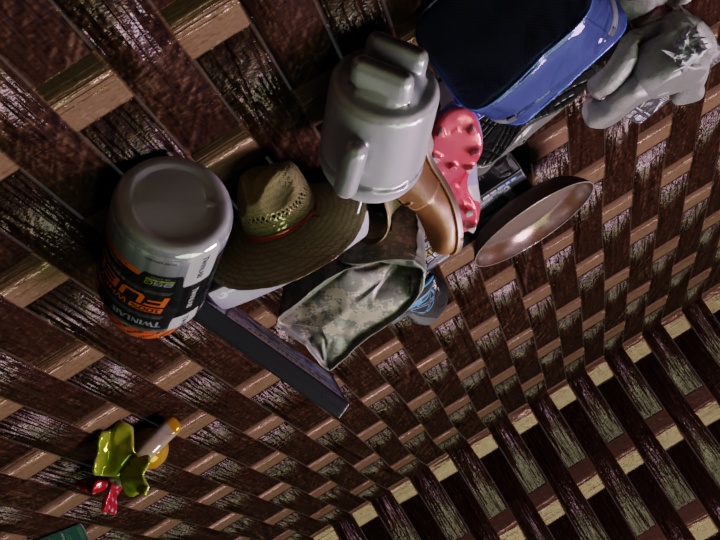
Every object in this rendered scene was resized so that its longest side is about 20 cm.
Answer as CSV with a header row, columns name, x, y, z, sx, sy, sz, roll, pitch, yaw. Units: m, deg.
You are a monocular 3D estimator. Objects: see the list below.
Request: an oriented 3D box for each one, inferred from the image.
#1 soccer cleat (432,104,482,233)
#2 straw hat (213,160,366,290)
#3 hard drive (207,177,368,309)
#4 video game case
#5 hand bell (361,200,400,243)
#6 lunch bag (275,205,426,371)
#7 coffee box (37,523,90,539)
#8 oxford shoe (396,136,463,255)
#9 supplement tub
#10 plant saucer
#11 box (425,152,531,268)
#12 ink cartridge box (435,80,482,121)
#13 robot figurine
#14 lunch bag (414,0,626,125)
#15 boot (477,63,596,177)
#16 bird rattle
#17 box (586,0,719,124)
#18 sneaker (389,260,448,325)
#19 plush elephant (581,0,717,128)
name,x,y,z,sx,sy,sz,roll,pitch,yaw
soccer cleat,0.113,-0.129,1.539,0.066,0.077,0.200,-5,137,4
straw hat,-0.094,-0.073,1.406,0.200,0.201,0.085,-28,122,-10
hard drive,-0.094,-0.031,1.468,0.199,0.135,0.042,-28,121,-9
video game case,-0.107,0.090,1.498,0.026,0.200,0.181,-54,-171,0
hand bell,0.062,-0.124,1.578,0.200,0.104,0.104,-35,166,-34
lunch bag,0.000,0.000,1.615,0.200,0.118,0.164,-38,-158,21
coffee box,-0.570,0.505,2.198,0.199,0.044,0.123,-16,156,-39
oxford shoe,0.059,-0.096,1.481,0.071,0.201,0.071,-35,-155,-23
supplement tub,-0.207,-0.017,1.333,0.122,0.123,0.200,-21,158,-28
plant saucer,0.238,-0.075,1.819,0.200,0.032,0.200,-29,162,-10
box,0.140,-0.083,1.790,0.200,0.050,0.158,-34,162,7
ink cartridge box,0.154,-0.224,1.508,0.200,0.037,0.095,-37,160,8
robot figurine,0.017,-0.149,1.335,0.170,0.113,0.200,-56,166,-38
lunch bag,0.163,-0.241,1.321,0.200,0.136,0.132,-40,159,23
boot,0.205,-0.200,1.631,0.200,0.068,0.131,-39,176,4
bird rattle,-0.337,0.294,1.958,0.163,0.113,0.200,-41,170,-27
box,0.393,-0.275,1.724,0.158,0.050,0.200,-40,160,22
sneaker,0.082,0.027,1.769,0.082,0.073,0.200,-46,164,22
plush elephant,0.327,-0.278,1.488,0.164,0.155,0.200,-18,167,-10
